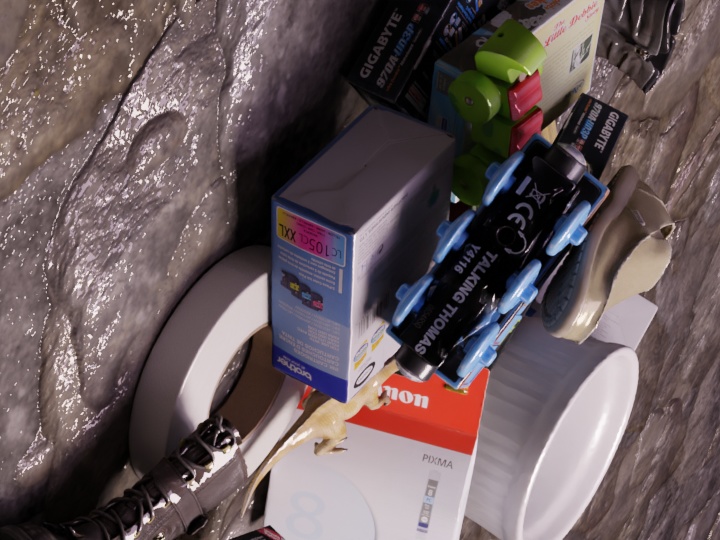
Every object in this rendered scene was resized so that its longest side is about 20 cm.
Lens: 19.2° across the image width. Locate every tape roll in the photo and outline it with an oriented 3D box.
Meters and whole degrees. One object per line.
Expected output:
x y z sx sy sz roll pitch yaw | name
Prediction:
-0.096 0.079 1.580 0.203 0.037 0.204 -45 149 -37 | tape roll

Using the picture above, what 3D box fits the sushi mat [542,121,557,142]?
0.160 -0.106 1.832 0.201 0.012 0.096 75 17 -48 | sushi mat

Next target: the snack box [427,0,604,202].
0.121 -0.150 1.643 0.200 0.037 0.117 -39 147 -40 | snack box

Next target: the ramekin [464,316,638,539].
0.148 0.138 1.822 0.201 0.097 0.201 -46 151 -36 | ramekin

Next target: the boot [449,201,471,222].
0.138 -0.076 1.875 0.200 0.072 0.145 8 105 -62 | boot

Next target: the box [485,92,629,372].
0.136 -0.022 1.701 0.201 0.046 0.159 -63 177 41 | box

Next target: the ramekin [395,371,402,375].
0.046 0.106 1.822 0.200 0.097 0.201 -46 151 -35 | ramekin

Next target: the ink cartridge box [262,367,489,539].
0.011 0.149 1.713 0.047 0.159 0.201 -64 166 -54 | ink cartridge box

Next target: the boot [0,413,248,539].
-0.155 0.160 1.452 0.174 0.069 0.200 -42 163 -8 | boot

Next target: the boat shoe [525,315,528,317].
0.126 0.053 1.933 0.067 0.072 0.200 -17 153 -13 | boat shoe

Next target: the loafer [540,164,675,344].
0.189 -0.009 1.556 0.076 0.068 0.200 -58 179 39 | loafer

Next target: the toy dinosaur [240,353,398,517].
-0.026 0.109 1.630 0.200 0.058 0.101 -37 172 -5 | toy dinosaur

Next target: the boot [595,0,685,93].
0.213 -0.250 1.775 0.070 0.131 0.201 -49 152 -30 | boot

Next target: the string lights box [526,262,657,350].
0.198 0.051 1.994 0.059 0.102 0.200 -58 180 -14 | string lights box

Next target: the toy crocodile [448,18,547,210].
0.105 -0.102 1.545 0.067 0.062 0.201 -41 148 -32 | toy crocodile

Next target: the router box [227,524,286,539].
-0.129 0.275 1.598 0.150 0.062 0.200 -49 166 13 | router box

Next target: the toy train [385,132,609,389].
0.096 -0.005 1.516 0.200 0.087 0.114 -54 171 6 | toy train

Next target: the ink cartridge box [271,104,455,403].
0.000 0.000 1.562 0.136 0.076 0.201 -44 148 -38 | ink cartridge box

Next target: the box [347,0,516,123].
0.075 -0.172 1.653 0.160 0.046 0.200 -61 156 -5 | box
